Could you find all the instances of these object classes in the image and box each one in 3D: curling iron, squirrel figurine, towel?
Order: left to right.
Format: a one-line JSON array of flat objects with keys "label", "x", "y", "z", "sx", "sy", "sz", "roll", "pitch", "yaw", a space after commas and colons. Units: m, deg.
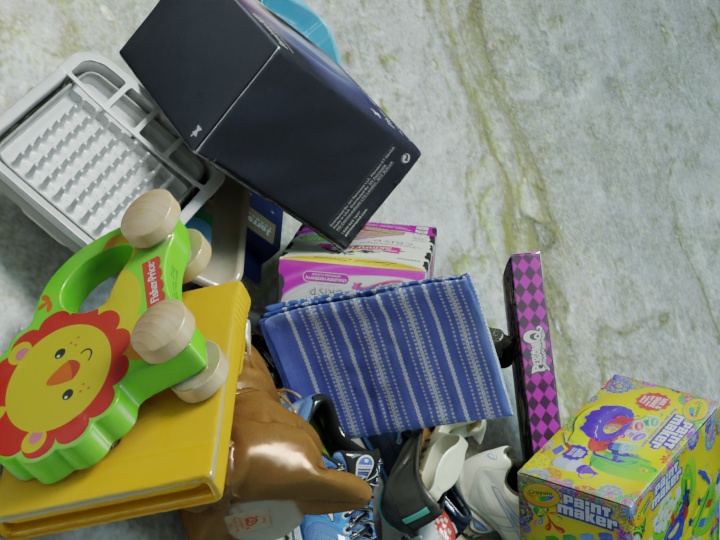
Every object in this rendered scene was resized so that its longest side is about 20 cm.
[{"label": "squirrel figurine", "x": -0.113, "y": 0.119, "z": 1.305, "sx": 0.199, "sy": 0.141, "sz": 0.188, "roll": 30, "pitch": 31, "yaw": -38}, {"label": "curling iron", "x": -0.083, "y": 0.049, "z": 1.465, "sx": 0.049, "sy": 0.026, "sz": 0.199, "roll": 40, "pitch": 12, "yaw": 31}, {"label": "towel", "x": 0.021, "y": 0.081, "z": 1.417, "sx": 0.024, "sy": 0.198, "sz": 0.146, "roll": -63, "pitch": 139, "yaw": -59}]

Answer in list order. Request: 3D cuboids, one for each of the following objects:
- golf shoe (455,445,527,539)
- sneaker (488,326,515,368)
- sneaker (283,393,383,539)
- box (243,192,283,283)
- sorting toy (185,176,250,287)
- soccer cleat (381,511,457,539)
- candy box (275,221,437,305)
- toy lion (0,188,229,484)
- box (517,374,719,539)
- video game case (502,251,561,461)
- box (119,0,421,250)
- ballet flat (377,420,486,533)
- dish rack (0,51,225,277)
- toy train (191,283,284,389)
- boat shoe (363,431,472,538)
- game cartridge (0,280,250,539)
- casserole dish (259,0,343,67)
[{"label": "golf shoe", "x": 0.173, "y": 0.241, "z": 1.608, "sx": 0.199, "sy": 0.097, "sz": 0.079, "roll": 34, "pitch": 33, "yaw": -33}, {"label": "sneaker", "x": 0.085, "y": 0.058, "z": 1.645, "sx": 0.076, "sy": 0.113, "sz": 0.201, "roll": 83, "pitch": -18, "yaw": -71}, {"label": "sneaker", "x": -0.020, "y": 0.197, "z": 1.393, "sx": 0.078, "sy": 0.089, "sz": 0.202, "roll": 0, "pitch": 59, "yaw": -52}, {"label": "box", "x": -0.127, "y": -0.089, "z": 1.596, "sx": 0.121, "sy": 0.032, "sz": 0.201, "roll": 36, "pitch": 36, "yaw": -28}, {"label": "sorting toy", "x": -0.190, "y": -0.084, "z": 1.450, "sx": 0.198, "sy": 0.037, "sz": 0.186, "roll": 22, "pitch": 41, "yaw": -19}, {"label": "soccer cleat", "x": 0.049, "y": 0.272, "z": 1.435, "sx": 0.085, "sy": 0.068, "sz": 0.202, "roll": 25, "pitch": 45, "yaw": -49}, {"label": "candy box", "x": 0.000, "y": 0.000, "z": 1.524, "sx": 0.135, "sy": 0.062, "sz": 0.200, "roll": 5, "pitch": 14, "yaw": 4}, {"label": "toy lion", "x": -0.198, "y": 0.057, "z": 1.199, "sx": 0.069, "sy": 0.190, "sz": 0.201, "roll": 54, "pitch": 15, "yaw": -41}, {"label": "box", "x": 0.254, "y": 0.240, "z": 1.562, "sx": 0.200, "sy": 0.121, "sz": 0.195, "roll": -35, "pitch": 129, "yaw": -46}, {"label": "video game case", "x": 0.176, "y": 0.094, "z": 1.667, "sx": 0.181, "sy": 0.035, "sz": 0.203, "roll": 73, "pitch": 11, "yaw": -80}, {"label": "box", "x": -0.081, "y": -0.151, "z": 1.452, "sx": 0.198, "sy": 0.124, "sz": 0.200, "roll": 31, "pitch": 13, "yaw": -42}, {"label": "ballet flat", "x": 0.077, "y": 0.153, "z": 1.470, "sx": 0.068, "sy": 0.068, "sz": 0.201, "roll": 45, "pitch": 44, "yaw": -25}, {"label": "dish rack", "x": -0.219, "y": -0.085, "z": 1.363, "sx": 0.171, "sy": 0.044, "sz": 0.200, "roll": 41, "pitch": 37, "yaw": -4}, {"label": "toy train", "x": -0.129, "y": 0.026, "z": 1.472, "sx": 0.201, "sy": 0.034, "sz": 0.046, "roll": 55, "pitch": 28, "yaw": 4}, {"label": "boat shoe", "x": 0.055, "y": 0.165, "z": 1.549, "sx": 0.084, "sy": 0.068, "sz": 0.201, "roll": -2, "pitch": 61, "yaw": -55}, {"label": "game cartridge", "x": -0.173, "y": 0.101, "z": 1.207, "sx": 0.201, "sy": 0.174, "sz": 0.033, "roll": -84, "pitch": 157, "yaw": -49}, {"label": "casserole dish", "x": -0.070, "y": -0.228, "z": 1.809, "sx": 0.120, "sy": 0.039, "sz": 0.202, "roll": 22, "pitch": 42, "yaw": -41}]
